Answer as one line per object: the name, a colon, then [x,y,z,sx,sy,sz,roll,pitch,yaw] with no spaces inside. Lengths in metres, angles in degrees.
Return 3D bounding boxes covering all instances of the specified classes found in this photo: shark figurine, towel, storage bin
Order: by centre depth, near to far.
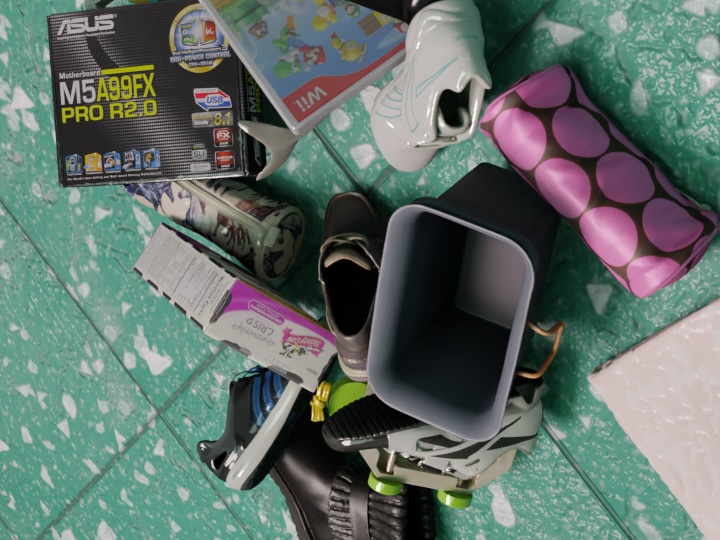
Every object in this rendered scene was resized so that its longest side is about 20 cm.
towel: [0.305,0.125,1.113,0.201,0.032,0.191,53,136,3]
storage bin: [0.105,0.017,1.127,0.144,0.134,0.201,22,128,19]
shark figurine: [-0.032,-0.185,1.192,0.127,0.090,0.217,4,80,1]

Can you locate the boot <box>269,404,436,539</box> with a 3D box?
boot: [-0.013,0.209,1.411,0.157,0.079,0.213,-5,115,46]

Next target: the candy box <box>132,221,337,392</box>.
candy box: [-0.120,0.031,1.319,0.136,0.061,0.200,32,180,-34]

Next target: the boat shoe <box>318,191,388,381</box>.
boat shoe: [0.000,0.000,1.221,0.074,0.201,0.074,-16,141,6]

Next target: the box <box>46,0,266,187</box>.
box: [-0.186,-0.160,1.250,0.198,0.044,0.162,-1,95,21]

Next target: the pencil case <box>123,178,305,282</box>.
pencil case: [-0.143,-0.064,1.364,0.199,0.089,0.078,31,94,26]

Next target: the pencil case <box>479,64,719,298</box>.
pencil case: [0.187,-0.074,1.068,0.200,0.094,0.091,48,180,9]

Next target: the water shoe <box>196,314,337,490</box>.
water shoe: [-0.093,0.119,1.368,0.079,0.071,0.201,31,88,15]

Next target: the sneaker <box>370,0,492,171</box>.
sneaker: [0.057,-0.130,1.124,0.201,0.070,0.081,110,147,-59]

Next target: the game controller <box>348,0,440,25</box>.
game controller: [-0.026,-0.250,1.087,0.198,0.042,0.104,23,172,10]

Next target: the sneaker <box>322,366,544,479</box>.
sneaker: [0.067,0.148,1.194,0.074,0.198,0.089,-119,23,-65]

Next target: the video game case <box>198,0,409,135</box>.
video game case: [-0.052,-0.231,1.148,0.201,0.142,0.017,54,176,13]

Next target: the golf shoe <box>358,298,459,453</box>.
golf shoe: [0.045,0.097,1.286,0.077,0.094,0.201,32,130,25]

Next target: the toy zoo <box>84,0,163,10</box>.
toy zoo: [-0.174,-0.228,1.275,0.199,0.020,0.132,-30,84,21]

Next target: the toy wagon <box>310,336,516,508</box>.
toy wagon: [0.051,0.129,1.246,0.198,0.040,0.157,12,105,-11]
